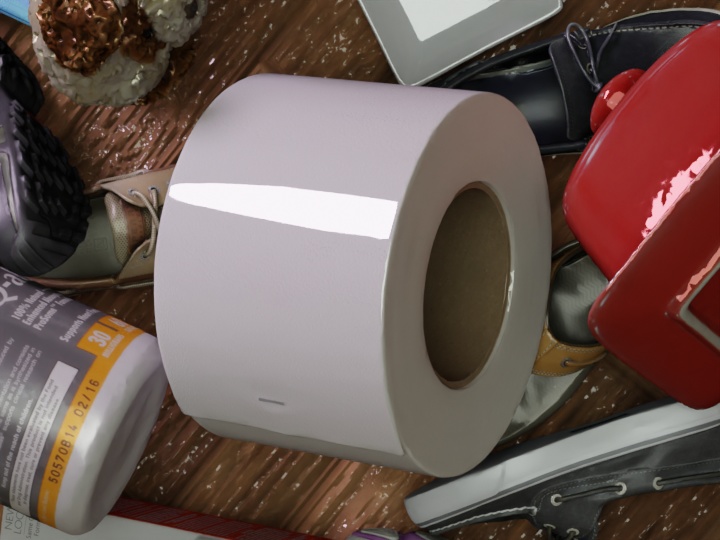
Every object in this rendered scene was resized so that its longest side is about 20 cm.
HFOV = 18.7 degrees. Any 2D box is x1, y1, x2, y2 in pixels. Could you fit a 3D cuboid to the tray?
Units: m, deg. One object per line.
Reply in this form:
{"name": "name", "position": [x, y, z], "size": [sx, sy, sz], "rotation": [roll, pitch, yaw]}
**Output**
{"name": "tray", "position": [0.027, -0.216, 1.260], "size": [0.107, 0.022, 0.201], "rotation": [-27, 90, 5]}

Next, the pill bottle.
{"name": "pill bottle", "position": [-0.212, 0.053, 1.178], "size": [0.199, 0.116, 0.117], "rotation": [24, 94, 6]}

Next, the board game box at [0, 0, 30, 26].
{"name": "board game box", "position": [-0.193, -0.225, 1.268], "size": [0.199, 0.045, 0.153], "rotation": [26, 94, 4]}

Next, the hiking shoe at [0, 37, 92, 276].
{"name": "hiking shoe", "position": [-0.218, -0.053, 1.227], "size": [0.100, 0.201, 0.076], "rotation": [-35, 133, 9]}

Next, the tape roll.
{"name": "tape roll", "position": [0.000, 0.000, 1.164], "size": [0.138, 0.202, 0.205], "rotation": [8, 93, 29]}

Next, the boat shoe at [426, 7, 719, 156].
{"name": "boat shoe", "position": [0.125, -0.101, 1.237], "size": [0.198, 0.062, 0.075], "rotation": [-13, 89, 4]}

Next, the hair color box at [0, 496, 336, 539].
{"name": "hair color box", "position": [-0.110, 0.195, 1.245], "size": [0.198, 0.064, 0.112], "rotation": [8, 93, 22]}

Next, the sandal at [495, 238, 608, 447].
{"name": "sandal", "position": [0.125, 0.027, 1.244], "size": [0.199, 0.055, 0.082], "rotation": [-32, 89, 6]}

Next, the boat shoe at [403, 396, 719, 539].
{"name": "boat shoe", "position": [0.126, 0.124, 1.246], "size": [0.198, 0.070, 0.067], "rotation": [-18, 89, -2]}

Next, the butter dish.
{"name": "butter dish", "position": [0.181, -0.052, 1.158], "size": [0.200, 0.200, 0.148], "rotation": [-48, 57, 7]}

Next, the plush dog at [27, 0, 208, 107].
{"name": "plush dog", "position": [-0.129, -0.172, 1.165], "size": [0.159, 0.200, 0.174], "rotation": [12, 89, 14]}

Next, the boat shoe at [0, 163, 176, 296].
{"name": "boat shoe", "position": [-0.123, -0.022, 1.256], "size": [0.198, 0.072, 0.076], "rotation": [-16, 91, 6]}

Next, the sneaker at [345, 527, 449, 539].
{"name": "sneaker", "position": [0.068, 0.220, 1.247], "size": [0.199, 0.075, 0.100], "rotation": [30, 94, 4]}
